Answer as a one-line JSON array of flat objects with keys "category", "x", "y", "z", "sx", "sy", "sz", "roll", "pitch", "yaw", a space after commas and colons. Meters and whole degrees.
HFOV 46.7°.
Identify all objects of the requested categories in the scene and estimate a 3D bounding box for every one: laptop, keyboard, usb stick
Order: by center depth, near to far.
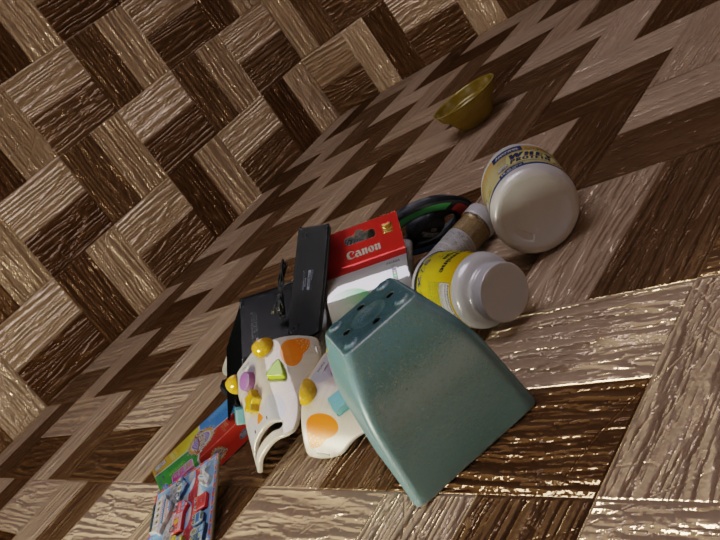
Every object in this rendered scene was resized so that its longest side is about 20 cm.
[{"category": "keyboard", "x": -0.106, "y": 0.020, "z": 1.496, "sx": 0.125, "sy": 0.020, "sz": 0.205, "roll": -5, "pitch": 73, "yaw": 37}, {"category": "laptop", "x": -0.181, "y": 0.148, "z": 1.569, "sx": 0.195, "sy": 0.117, "sz": 0.189, "roll": -18, "pitch": 41, "yaw": 4}, {"category": "usb stick", "x": -0.238, "y": 0.254, "z": 1.648, "sx": 0.033, "sy": 0.056, "sz": 0.199, "roll": -41, "pitch": 16, "yaw": -14}]

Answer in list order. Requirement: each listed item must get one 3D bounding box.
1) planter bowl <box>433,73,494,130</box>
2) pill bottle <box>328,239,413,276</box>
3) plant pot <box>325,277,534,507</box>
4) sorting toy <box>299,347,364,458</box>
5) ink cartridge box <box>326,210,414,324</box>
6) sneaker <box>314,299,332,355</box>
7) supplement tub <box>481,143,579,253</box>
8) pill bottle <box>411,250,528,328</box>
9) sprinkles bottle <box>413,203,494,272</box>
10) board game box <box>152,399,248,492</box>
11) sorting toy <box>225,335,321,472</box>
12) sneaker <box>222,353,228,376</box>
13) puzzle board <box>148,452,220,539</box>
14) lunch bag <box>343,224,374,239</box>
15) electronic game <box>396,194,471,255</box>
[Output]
[{"category": "planter bowl", "x": 0.302, "y": -0.444, "z": 2.283, "sx": 0.198, "sy": 0.084, "sz": 0.201, "roll": -34, "pitch": 17, "yaw": 12}, {"category": "pill bottle", "x": 0.000, "y": 0.000, "z": 1.550, "sx": 0.194, "sy": 0.117, "sz": 0.114, "roll": 0, "pitch": 24, "yaw": 6}, {"category": "plant pot", "x": 0.062, "y": 0.129, "z": 1.061, "sx": 0.195, "sy": 0.201, "sz": 0.196, "roll": -39, "pitch": 18, "yaw": -6}, {"category": "sorting toy", "x": 0.018, "y": 0.179, "z": 1.266, "sx": 0.176, "sy": 0.109, "sz": 0.201, "roll": -4, "pitch": 33, "yaw": 30}, {"category": "ink cartridge box", "x": 0.013, "y": 0.012, "z": 1.453, "sx": 0.157, "sy": 0.205, "sz": 0.050, "roll": -18, "pitch": -12, "yaw": 13}, {"category": "sneaker", "x": -0.103, "y": 0.155, "z": 1.541, "sx": 0.145, "sy": 0.081, "sz": 0.202, "roll": -32, "pitch": 33, "yaw": 23}, {"category": "supplement tub", "x": 0.276, "y": -0.127, "z": 1.388, "sx": 0.143, "sy": 0.145, "sz": 0.201, "roll": -34, "pitch": 17, "yaw": 13}, {"category": "pill bottle", "x": 0.166, "y": 0.027, "z": 1.269, "sx": 0.112, "sy": 0.113, "sz": 0.199, "roll": -42, "pitch": 17, "yaw": -17}, {"category": "sprinkles bottle", "x": 0.169, "y": -0.034, "z": 1.507, "sx": 0.200, "sy": 0.069, "sz": 0.068, "roll": -47, "pitch": 19, "yaw": -26}, {"category": "board game box", "x": -0.296, "y": 0.340, "z": 1.569, "sx": 0.200, "sy": 0.041, "sz": 0.152, "roll": -43, "pitch": 17, "yaw": -14}, {"category": "sorting toy", "x": -0.149, "y": 0.229, "z": 1.388, "sx": 0.201, "sy": 0.105, "sz": 0.182, "roll": -52, "pitch": 32, "yaw": 28}, {"category": "sneaker", "x": -0.189, "y": 0.212, "z": 1.640, "sx": 0.198, "sy": 0.084, "sz": 0.076, "roll": 27, "pitch": 92, "yaw": 48}, {"category": "puzzle board", "x": -0.295, "y": 0.406, "z": 1.366, "sx": 0.149, "sy": 0.017, "sz": 0.202, "roll": -34, "pitch": 28, "yaw": 15}, {"category": "lunch bag", "x": -0.045, "y": 0.000, "z": 1.796, "sx": 0.199, "sy": 0.118, "sz": 0.165, "roll": -37, "pitch": 14, "yaw": 21}, {"category": "electronic game", "x": 0.125, "y": -0.083, "z": 1.595, "sx": 0.195, "sy": 0.042, "sz": 0.201, "roll": -16, "pitch": -24, "yaw": -7}]
